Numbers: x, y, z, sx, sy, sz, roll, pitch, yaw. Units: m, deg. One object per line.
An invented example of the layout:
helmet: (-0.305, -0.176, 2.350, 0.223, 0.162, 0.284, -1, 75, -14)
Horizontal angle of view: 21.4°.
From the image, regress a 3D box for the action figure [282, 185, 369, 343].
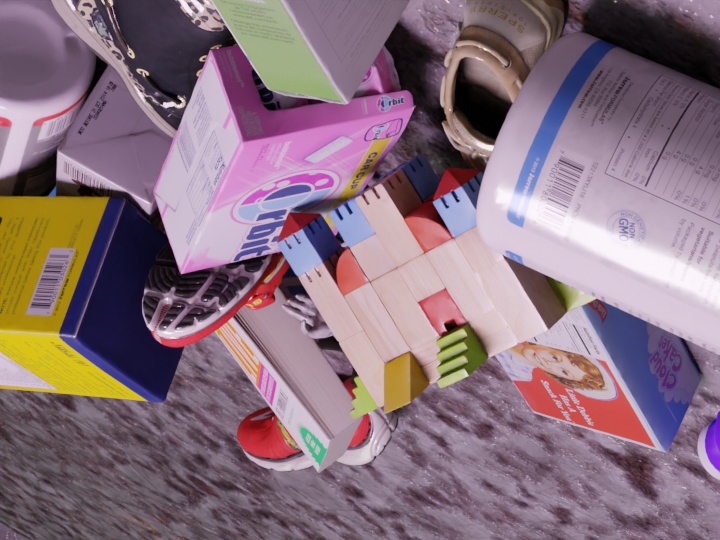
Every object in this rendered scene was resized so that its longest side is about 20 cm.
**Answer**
action figure: (0.000, 0.000, 1.348, 0.102, 0.119, 0.200, 19, 166, -6)

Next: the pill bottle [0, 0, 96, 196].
pill bottle: (-0.268, -0.112, 1.409, 0.114, 0.114, 0.200, 31, 145, -1)

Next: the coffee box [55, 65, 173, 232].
coffee box: (-0.166, -0.077, 1.404, 0.080, 0.115, 0.200, 29, 160, 1)

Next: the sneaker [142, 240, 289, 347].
sneaker: (-0.082, 0.000, 1.339, 0.077, 0.200, 0.085, 14, 130, 23)

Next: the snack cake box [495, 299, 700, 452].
snack cake box: (0.144, 0.034, 1.296, 0.115, 0.067, 0.200, 13, 152, 36)

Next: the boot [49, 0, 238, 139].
boot: (-0.091, -0.144, 1.216, 0.153, 0.074, 0.204, -3, 142, 50)

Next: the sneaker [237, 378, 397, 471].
sneaker: (-0.050, 0.129, 1.754, 0.200, 0.077, 0.085, -12, 127, 47)

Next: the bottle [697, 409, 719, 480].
bottle: (0.286, 0.101, 1.254, 0.083, 0.065, 0.200, 34, 159, -4)

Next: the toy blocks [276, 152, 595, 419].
toy blocks: (0.039, -0.005, 1.186, 0.200, 0.100, 0.137, -27, 96, 41)

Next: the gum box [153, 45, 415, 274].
gum box: (-0.052, -0.077, 1.202, 0.200, 0.113, 0.066, 124, 129, -61)

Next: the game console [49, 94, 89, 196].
game console: (-0.308, -0.096, 1.544, 0.199, 0.119, 0.172, 28, 159, 8)

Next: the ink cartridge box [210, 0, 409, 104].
ink cartridge box: (-0.043, -0.192, 0.999, 0.059, 0.104, 0.200, 14, 153, 35)

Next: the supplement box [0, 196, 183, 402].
supplement box: (-0.228, 0.018, 1.364, 0.199, 0.110, 0.109, 2, 154, 34)

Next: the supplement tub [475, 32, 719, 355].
supplement tub: (0.175, -0.034, 1.019, 0.199, 0.132, 0.132, 25, 158, 14)

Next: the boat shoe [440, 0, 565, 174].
boat shoe: (0.076, -0.097, 1.102, 0.073, 0.063, 0.201, 28, 158, 10)

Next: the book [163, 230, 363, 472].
book: (-0.074, 0.054, 1.455, 0.200, 0.048, 0.134, 52, 165, 10)

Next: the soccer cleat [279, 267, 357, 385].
soccer cleat: (-0.057, 0.015, 1.495, 0.200, 0.087, 0.070, 31, 159, 1)
